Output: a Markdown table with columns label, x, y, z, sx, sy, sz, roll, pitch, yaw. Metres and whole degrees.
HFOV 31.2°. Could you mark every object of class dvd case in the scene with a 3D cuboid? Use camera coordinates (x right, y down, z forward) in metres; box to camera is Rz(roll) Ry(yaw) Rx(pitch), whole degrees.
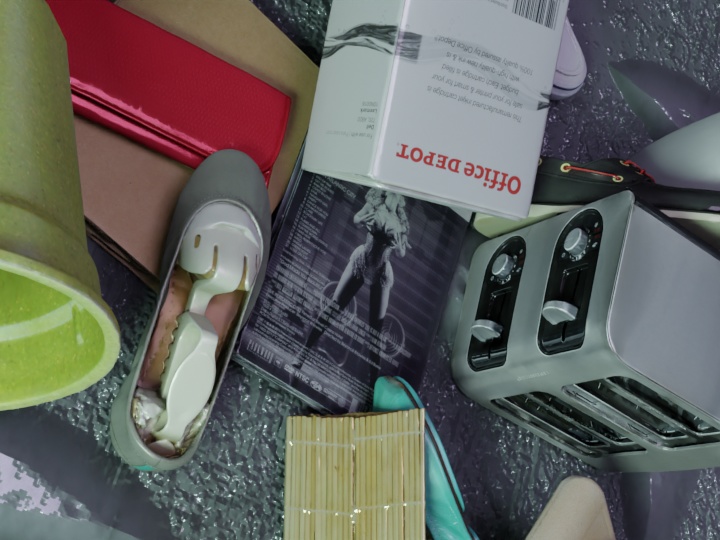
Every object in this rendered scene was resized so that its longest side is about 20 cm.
| label | x | y | z | sx | sy | sz | roll | pitch | yaw |
| --- | --- | --- | --- | --- | --- | --- | --- | --- | --- |
| dvd case | 0.000 | 0.000 | 0.865 | 0.148 | 0.016 | 0.202 | 34 | 62 | -31 |

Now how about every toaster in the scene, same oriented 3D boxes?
| label | x | y | z | sx | sy | sz | roll | pitch | yaw |
| --- | --- | --- | --- | --- | --- | --- | --- | --- | --- |
| toaster | 0.183 | 0.051 | 0.887 | 0.199 | 0.180 | 0.120 | 30 | 66 | -22 |

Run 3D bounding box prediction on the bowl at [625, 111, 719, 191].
| label | x | y | z | sx | sy | sz | roll | pitch | yaw |
| --- | --- | --- | --- | --- | --- | --- | --- | --- | --- |
| bowl | 0.286 | -0.012 | 0.950 | 0.201 | 0.199 | 0.075 | 53 | 49 | -11 |

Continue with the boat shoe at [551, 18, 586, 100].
| label | x | y | z | sx | sy | sz | roll | pitch | yaw |
| --- | --- | --- | --- | --- | --- | --- | --- | --- | --- |
| boat shoe | 0.114 | -0.216 | 0.977 | 0.200 | 0.067 | 0.074 | 46 | 58 | -15 |

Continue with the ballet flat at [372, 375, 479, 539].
| label | x | y | z | sx | sy | sz | roll | pitch | yaw |
| --- | --- | --- | --- | --- | --- | --- | --- | --- | --- |
| ballet flat | 0.040 | 0.169 | 0.824 | 0.070 | 0.067 | 0.202 | -29 | 99 | -17 |

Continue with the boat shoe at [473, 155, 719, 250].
| label | x | y | z | sx | sy | sz | roll | pitch | yaw |
| --- | --- | --- | --- | --- | --- | --- | --- | --- | --- |
| boat shoe | 0.178 | -0.051 | 0.905 | 0.074 | 0.199 | 0.064 | 42 | 59 | -56 |

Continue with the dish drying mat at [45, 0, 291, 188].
| label | x | y | z | sx | sy | sz | roll | pitch | yaw |
| --- | --- | --- | --- | --- | --- | --- | --- | --- | --- |
| dish drying mat | -0.134 | -0.118 | 0.791 | 0.199 | 0.018 | 0.078 | 25 | 65 | -25 |

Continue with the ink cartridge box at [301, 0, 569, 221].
| label | x | y | z | sx | sy | sz | roll | pitch | yaw |
| --- | --- | --- | --- | --- | --- | --- | --- | --- | --- |
| ink cartridge box | 0.054 | -0.145 | 0.842 | 0.145 | 0.084 | 0.202 | 11 | 91 | -39 |

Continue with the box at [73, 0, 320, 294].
| label | x | y | z | sx | sy | sz | roll | pitch | yaw |
| --- | --- | --- | --- | --- | --- | --- | --- | --- | --- |
| box | -0.113 | -0.094 | 0.824 | 0.163 | 0.021 | 0.201 | 42 | 59 | -18 |

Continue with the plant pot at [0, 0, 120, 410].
| label | x | y | z | sx | sy | sz | roll | pitch | yaw |
| --- | --- | --- | --- | --- | --- | --- | --- | --- | --- |
| plant pot | -0.220 | -0.048 | 0.657 | 0.199 | 0.200 | 0.186 | 13 | 59 | -30 |

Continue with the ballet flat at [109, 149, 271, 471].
| label | x | y | z | sx | sy | sz | roll | pitch | yaw |
| --- | --- | --- | --- | --- | --- | --- | --- | --- | --- |
| ballet flat | -0.090 | 0.023 | 0.760 | 0.067 | 0.064 | 0.202 | 22 | 79 | -23 |

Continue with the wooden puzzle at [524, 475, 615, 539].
| label | x | y | z | sx | sy | sz | roll | pitch | yaw |
| --- | --- | --- | --- | --- | --- | --- | --- | --- | --- |
| wooden puzzle | 0.138 | 0.266 | 0.839 | 0.186 | 0.046 | 0.201 | -50 | 131 | -32 |

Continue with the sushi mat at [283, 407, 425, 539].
| label | x | y | z | sx | sy | sz | roll | pitch | yaw |
| --- | --- | --- | --- | --- | --- | --- | --- | --- | --- |
| sushi mat | -0.005 | 0.186 | 0.781 | 0.012 | 0.095 | 0.203 | 30 | 58 | -68 |
